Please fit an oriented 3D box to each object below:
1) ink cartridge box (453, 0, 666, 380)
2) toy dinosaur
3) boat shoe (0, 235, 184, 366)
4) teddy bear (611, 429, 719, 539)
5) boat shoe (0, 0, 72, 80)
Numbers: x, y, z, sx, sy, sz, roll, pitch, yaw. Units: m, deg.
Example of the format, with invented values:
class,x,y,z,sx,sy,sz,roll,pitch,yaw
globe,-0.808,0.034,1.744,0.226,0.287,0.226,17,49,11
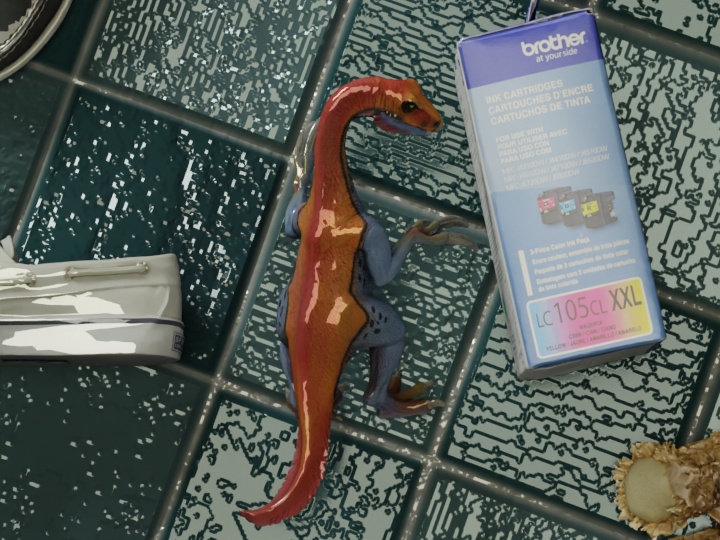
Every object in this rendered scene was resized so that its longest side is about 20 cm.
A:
class,x,y,z,sx,sy,sz,roll,pitch,yaw
ink cartridge box,0.096,-0.051,1.535,0.076,0.136,0.201,-14,86,0
toy dinosaur,0.000,0.000,1.528,0.104,0.201,0.182,4,130,13
boat shoe,-0.191,0.014,1.579,0.199,0.072,0.066,1,82,2
teddy bear,0.230,0.110,1.561,0.200,0.067,0.145,-39,76,6
boat shoe,-0.169,-0.194,1.596,0.074,0.060,0.201,31,88,4
